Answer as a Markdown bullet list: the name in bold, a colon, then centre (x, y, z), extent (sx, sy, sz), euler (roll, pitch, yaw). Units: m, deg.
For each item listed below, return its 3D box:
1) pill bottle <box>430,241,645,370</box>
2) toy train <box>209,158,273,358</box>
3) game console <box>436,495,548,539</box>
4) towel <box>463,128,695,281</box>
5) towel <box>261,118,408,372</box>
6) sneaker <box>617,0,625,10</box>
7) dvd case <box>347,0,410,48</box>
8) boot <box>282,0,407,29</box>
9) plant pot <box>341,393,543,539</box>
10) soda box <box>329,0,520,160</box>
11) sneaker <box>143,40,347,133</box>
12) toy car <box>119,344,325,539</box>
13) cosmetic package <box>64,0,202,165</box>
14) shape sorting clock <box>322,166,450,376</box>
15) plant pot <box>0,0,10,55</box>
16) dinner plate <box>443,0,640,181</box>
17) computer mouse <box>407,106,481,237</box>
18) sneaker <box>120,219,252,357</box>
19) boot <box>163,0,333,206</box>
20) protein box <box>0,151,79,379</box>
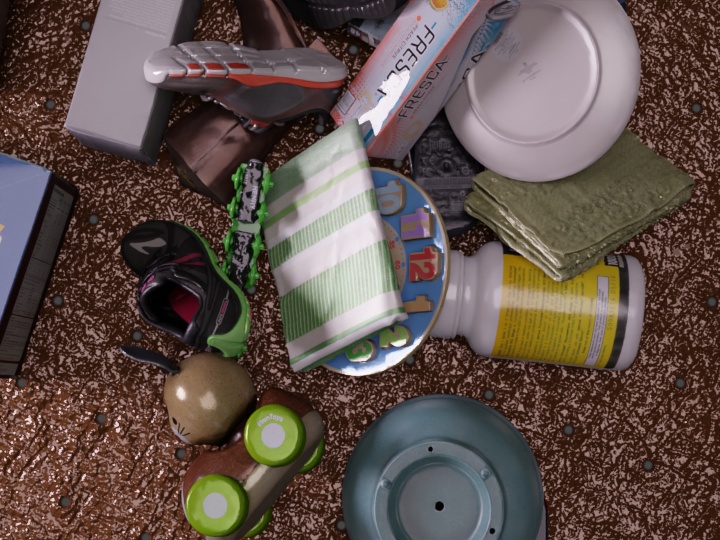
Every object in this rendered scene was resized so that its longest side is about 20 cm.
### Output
- **pill bottle**: centre (0.168, 0.032, 1.289), extent (0.197, 0.112, 0.114), euler (6, 85, -1)
- **toy train**: centre (-0.116, -0.009, 1.302), extent (0.041, 0.056, 0.203), euler (10, 95, 1)
- **game console**: centre (0.097, 0.305, 1.305), extent (0.174, 0.031, 0.203), euler (0, 84, -2)
- **towel**: centre (0.212, -0.074, 1.288), extent (0.199, 0.037, 0.148), euler (-31, 58, -24)
- **towel**: centre (-0.031, -0.021, 1.270), extent (0.152, 0.023, 0.202), euler (-29, 66, 37)
- **sneaker**: centre (0.163, -0.273, 1.291), extent (0.198, 0.081, 0.148), euler (21, 67, -2)
- **dvd case**: centre (0.106, -0.250, 1.334), extent (0.199, 0.022, 0.147), euler (31, 72, 8)
- **boot**: centre (0.015, -0.303, 1.310), extent (0.138, 0.199, 0.078), euler (-39, 126, -27)
- **plant pot**: centre (0.074, 0.216, 1.236), extent (0.197, 0.134, 0.203), euler (-1, 84, 5)
- **soda box**: centre (0.059, -0.198, 1.259), extent (0.200, 0.068, 0.064), euler (-51, 62, 27)
- **sneaker**: centre (-0.109, -0.166, 1.262), extent (0.197, 0.077, 0.083), euler (1, 120, -19)
- **toy car**: centre (-0.148, 0.144, 1.255), extent (0.200, 0.164, 0.158), euler (40, 85, 12)
- **cosmetic package**: centre (-0.218, -0.214, 1.305), extent (0.089, 0.107, 0.202), euler (18, 83, 0)
- **shape sorting clock**: centre (0.000, 0.000, 1.280), extent (0.198, 0.039, 0.203), euler (-5, 80, 31)
- **plant pot**: centre (-0.413, -0.252, 1.277), extent (0.197, 0.200, 0.177), euler (-1, 103, -1)
- **dinner plate**: centre (0.164, -0.185, 1.251), extent (0.198, 0.024, 0.203), euler (0, 91, 26)
- **computer mouse**: centre (0.110, -0.133, 1.339), extent (0.138, 0.046, 0.203), euler (-7, 79, -4)
- **sneaker**: centre (-0.178, 0.009, 1.260), extent (0.200, 0.083, 0.078), euler (39, 113, 42)
- **boot**: centre (-0.140, -0.188, 1.328), extent (0.200, 0.064, 0.186), euler (-45, 89, 0)
- **protein box**: centre (-0.402, -0.023, 1.268), extent (0.196, 0.135, 0.202), euler (18, 85, 1)
